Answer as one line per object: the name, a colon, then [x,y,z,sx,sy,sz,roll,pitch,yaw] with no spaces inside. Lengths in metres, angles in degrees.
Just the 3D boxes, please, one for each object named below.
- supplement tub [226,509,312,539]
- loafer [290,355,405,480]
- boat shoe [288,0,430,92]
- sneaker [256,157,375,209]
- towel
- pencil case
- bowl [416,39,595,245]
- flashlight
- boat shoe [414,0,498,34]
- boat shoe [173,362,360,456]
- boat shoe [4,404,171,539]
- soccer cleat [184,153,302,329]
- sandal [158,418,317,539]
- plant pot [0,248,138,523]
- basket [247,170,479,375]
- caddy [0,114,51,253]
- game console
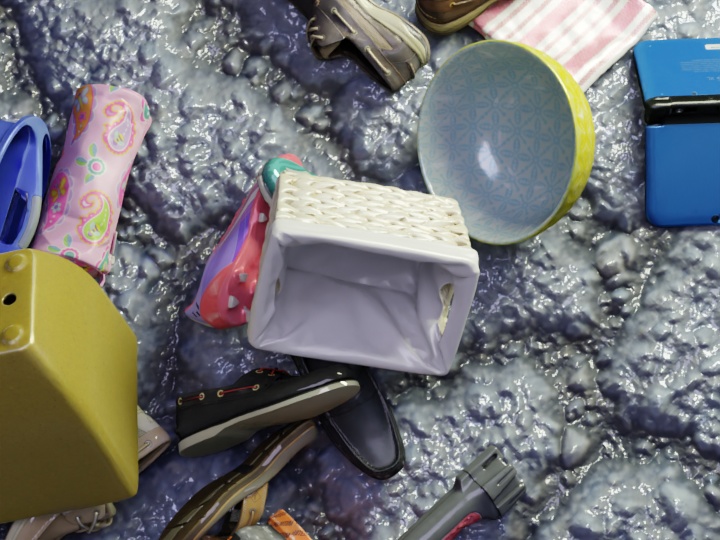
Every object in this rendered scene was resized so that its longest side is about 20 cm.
supplement tub: [-0.115,0.324,1.569,0.200,0.123,0.123,-42,78,-10]
loafer: [-0.021,0.113,1.656,0.068,0.070,0.202,-29,76,-7]
boat shoe: [-0.023,-0.257,1.762,0.199,0.075,0.074,33,76,11]
sneaker: [-0.008,-0.062,1.677,0.198,0.080,0.078,27,45,-13]
towel: [0.196,-0.284,1.787,0.200,0.030,0.146,43,79,13]
pencil case: [-0.272,-0.086,1.711,0.086,0.088,0.202,11,74,4]
bowl: [0.165,-0.131,1.694,0.107,0.200,0.202,-10,68,-47]
flashlight: [0.075,0.262,1.620,0.200,0.068,0.068,-40,73,-15]
boat shoe: [0.142,-0.322,1.753,0.199,0.068,0.072,-37,76,-7]
boat shoe: [-0.094,0.122,1.624,0.200,0.073,0.064,-20,69,24]
boat shoe: [-0.265,0.218,1.630,0.065,0.072,0.200,38,72,12]
soccer cleat: [-0.115,-0.033,1.706,0.076,0.067,0.202,1,60,38]
sandal: [-0.112,0.220,1.632,0.199,0.080,0.054,-39,101,-15]
plant pot: [-0.323,0.093,1.558,0.193,0.201,0.196,-10,50,4]
basket: [0.000,0.000,1.598,0.197,0.137,0.124,9,32,-8]
caddy: [-0.365,-0.060,1.667,0.104,0.141,0.202,17,89,11]
game console: [0.385,-0.147,1.755,0.197,0.119,0.172,-1,43,0]
